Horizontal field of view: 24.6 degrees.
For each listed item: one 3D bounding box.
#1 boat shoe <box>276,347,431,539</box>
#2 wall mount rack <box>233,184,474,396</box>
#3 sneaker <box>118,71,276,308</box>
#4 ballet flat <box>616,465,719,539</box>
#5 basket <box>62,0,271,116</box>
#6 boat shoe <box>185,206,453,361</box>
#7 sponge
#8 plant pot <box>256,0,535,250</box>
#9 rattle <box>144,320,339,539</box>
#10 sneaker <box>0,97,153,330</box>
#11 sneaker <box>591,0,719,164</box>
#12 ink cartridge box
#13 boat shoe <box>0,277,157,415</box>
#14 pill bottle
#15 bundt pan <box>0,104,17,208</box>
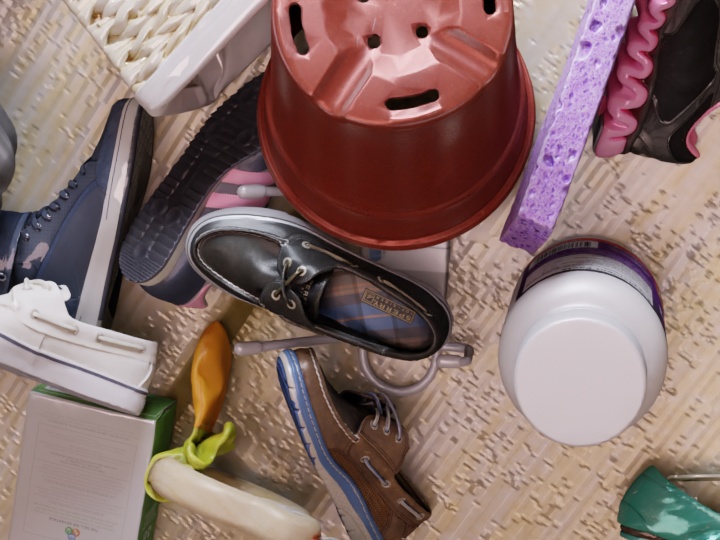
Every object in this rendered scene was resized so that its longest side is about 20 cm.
[{"bbox_3d":[-0.003,0.124,1.216,0.072,0.072,0.201,-24,129,-1],"label":"boat shoe"},{"bbox_3d":[0.000,0.000,1.206,0.172,0.075,0.202,4,101,9],"label":"wall mount rack"},{"bbox_3d":[-0.092,-0.060,1.223,0.200,0.082,0.070,-49,47,1],"label":"sneaker"},{"bbox_3d":[0.289,0.191,1.206,0.198,0.067,0.071,19,90,3],"label":"ballet flat"},{"bbox_3d":[-0.099,-0.220,1.149,0.200,0.136,0.124,-42,88,15],"label":"basket"},{"bbox_3d":[-0.030,0.009,1.148,0.198,0.057,0.069,19,104,2],"label":"boat shoe"},{"bbox_3d":[0.144,-0.115,1.110,0.030,0.112,0.201,21,84,2],"label":"sponge"},{"bbox_3d":[0.021,-0.133,1.078,0.199,0.195,0.203,0,77,2],"label":"plant pot"},{"bbox_3d":[-0.052,0.144,1.213,0.199,0.130,0.144,15,67,39],"label":"rattle"},{"bbox_3d":[-0.240,-0.047,1.234,0.145,0.077,0.204,18,105,2],"label":"sneaker"},{"bbox_3d":[0.228,-0.155,1.126,0.095,0.079,0.201,17,128,-2],"label":"sneaker"},{"bbox_3d":[-0.214,0.190,1.287,0.103,0.059,0.202,12,103,7],"label":"ink cartridge box"},{"bbox_3d":[-0.234,0.040,1.184,0.199,0.071,0.070,24,78,-25],"label":"boat shoe"},{"bbox_3d":[0.151,0.049,1.119,0.110,0.200,0.112,2,102,9],"label":"pill bottle"},{"bbox_3d":[-0.329,-0.058,1.199,0.201,0.203,0.076,-30,126,14],"label":"bundt pan"}]
